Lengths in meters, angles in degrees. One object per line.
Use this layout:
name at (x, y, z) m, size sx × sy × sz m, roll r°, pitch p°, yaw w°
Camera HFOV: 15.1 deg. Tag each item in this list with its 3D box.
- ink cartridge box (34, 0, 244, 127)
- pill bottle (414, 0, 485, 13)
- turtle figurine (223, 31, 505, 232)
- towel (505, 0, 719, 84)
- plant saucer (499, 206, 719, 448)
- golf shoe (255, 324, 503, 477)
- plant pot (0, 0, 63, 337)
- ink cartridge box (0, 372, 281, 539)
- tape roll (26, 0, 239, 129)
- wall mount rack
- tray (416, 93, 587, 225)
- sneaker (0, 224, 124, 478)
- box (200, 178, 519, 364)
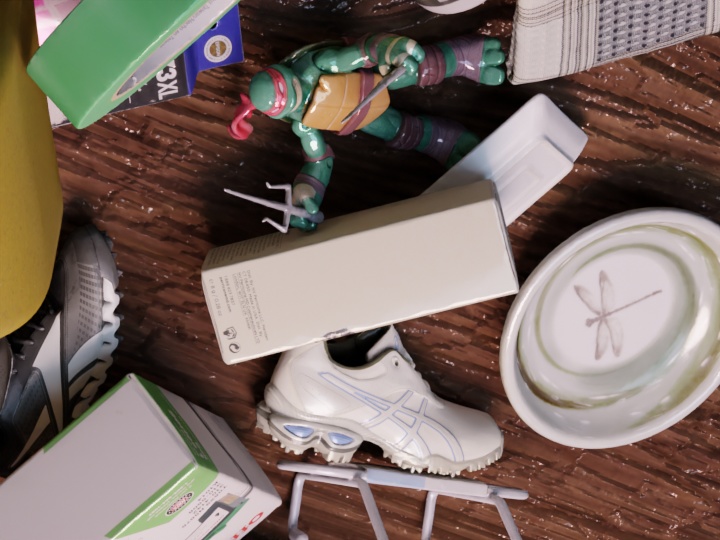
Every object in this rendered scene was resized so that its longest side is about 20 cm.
ink cartridge box at (-0.167, -0.145, 1.706) m, size 0.200 × 0.037 × 0.095 m, roll -16°, pitch 124°, yaw -17°
pill bottle at (0.013, -0.254, 1.668) m, size 0.111 × 0.111 × 0.200 m, roll -48°, pitch 126°, yaw 9°
turtle figurine at (-0.003, -0.108, 1.759) m, size 0.200 × 0.101 × 0.150 m, roll -6°, pitch 142°, yaw -40°
towel at (0.188, -0.186, 1.709) m, size 0.192 × 0.035 × 0.200 m, roll -14°, pitch 157°, yaw -6°
plant saucer at (0.186, 0.033, 1.960) m, size 0.200 × 0.050 × 0.200 m, roll -11°, pitch 124°, yaw -17°
golf shoe at (0.026, 0.088, 1.913) m, size 0.200 × 0.078 × 0.097 m, roll 10°, pitch 102°, yaw -35°
plant pot at (-0.281, -0.049, 1.586) m, size 0.195 × 0.200 × 0.194 m, roll -6°, pitch 123°, yaw -3°
ink cartridge box at (-0.152, 0.158, 1.807) m, size 0.146 × 0.084 × 0.200 m, roll -41°, pitch 161°, yaw 4°
tape roll at (-0.106, -0.165, 1.581) m, size 0.200 × 0.200 × 0.048 m, roll -41°, pitch 92°, yaw 5°
wall mount rack at (0.041, 0.180, 1.913) m, size 0.200 × 0.174 × 0.075 m, roll 9°, pitch 88°, yaw -28°
tray at (0.070, -0.035, 1.851) m, size 0.200 × 0.022 × 0.107 m, roll -41°, pitch 156°, yaw 8°
sneaker at (-0.214, 0.061, 1.791) m, size 0.090 × 0.066 × 0.200 m, roll 1°, pitch 121°, yaw -27°
box at (0.000, 0.000, 1.777) m, size 0.200 × 0.082 × 0.068 m, roll -13°, pitch 101°, yaw 5°
